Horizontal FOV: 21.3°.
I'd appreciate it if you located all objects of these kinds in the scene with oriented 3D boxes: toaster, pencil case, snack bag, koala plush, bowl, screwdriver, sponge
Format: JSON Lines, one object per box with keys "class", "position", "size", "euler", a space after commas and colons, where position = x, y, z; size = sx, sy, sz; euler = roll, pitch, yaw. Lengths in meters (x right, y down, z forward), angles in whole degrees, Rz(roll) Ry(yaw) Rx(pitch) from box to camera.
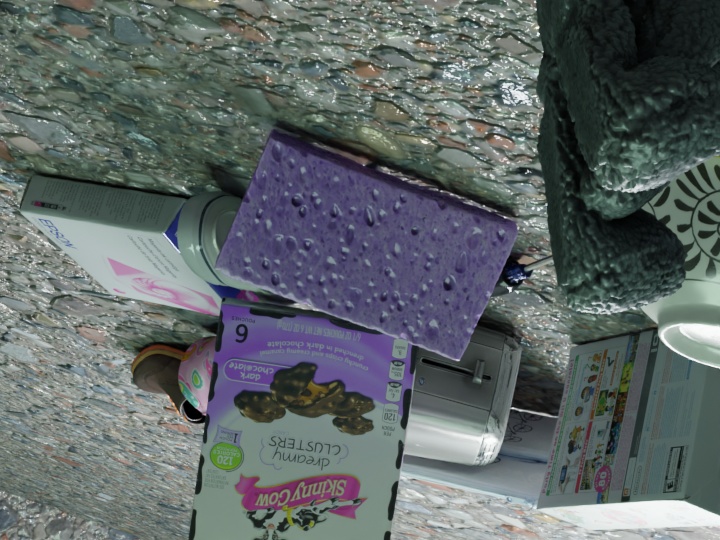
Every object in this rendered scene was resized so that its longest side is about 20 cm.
{"class": "toaster", "position": [0.069, 0.109, 1.705], "size": [0.128, 0.115, 0.200], "euler": [14, 161, 3]}
{"class": "pencil case", "position": [-0.101, 0.100, 1.880], "size": [0.087, 0.088, 0.199], "euler": [27, 160, -30]}
{"class": "snack bag", "position": [0.121, 0.167, 1.806], "size": [0.187, 0.022, 0.200], "euler": [11, -162, 24]}
{"class": "koala plush", "position": [0.195, -0.096, 0.960], "size": [0.197, 0.186, 0.178], "euler": [-3, 150, -5]}
{"class": "bowl", "position": [0.250, 0.009, 1.267], "size": [0.199, 0.095, 0.201], "euler": [15, 163, 5]}
{"class": "screwdriver", "position": [0.132, -0.001, 1.442], "size": [0.028, 0.029, 0.200], "euler": [23, 167, -18]}
{"class": "sponge", "position": [0.004, -0.018, 1.402], "size": [0.198, 0.112, 0.030], "euler": [20, -160, -8]}

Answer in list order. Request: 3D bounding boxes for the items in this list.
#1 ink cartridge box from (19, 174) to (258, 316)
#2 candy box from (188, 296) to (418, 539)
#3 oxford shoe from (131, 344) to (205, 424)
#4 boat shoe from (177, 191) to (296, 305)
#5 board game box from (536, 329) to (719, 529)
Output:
{"class": "ink cartridge box", "position": [-0.170, -0.014, 1.677], "size": [0.198, 0.044, 0.197], "euler": [11, 161, 23]}
{"class": "candy box", "position": [-0.047, 0.135, 1.573], "size": [0.166, 0.202, 0.072], "euler": [8, -177, -3]}
{"class": "oxford shoe", "position": [-0.191, 0.125, 2.052], "size": [0.071, 0.073, 0.199], "euler": [27, 160, -32]}
{"class": "boat shoe", "position": [-0.077, -0.018, 1.547], "size": [0.066, 0.074, 0.200], "euler": [3, 171, 24]}
{"class": "board game box", "position": [0.235, 0.129, 1.554], "size": [0.064, 0.149, 0.199], "euler": [22, 162, -25]}
